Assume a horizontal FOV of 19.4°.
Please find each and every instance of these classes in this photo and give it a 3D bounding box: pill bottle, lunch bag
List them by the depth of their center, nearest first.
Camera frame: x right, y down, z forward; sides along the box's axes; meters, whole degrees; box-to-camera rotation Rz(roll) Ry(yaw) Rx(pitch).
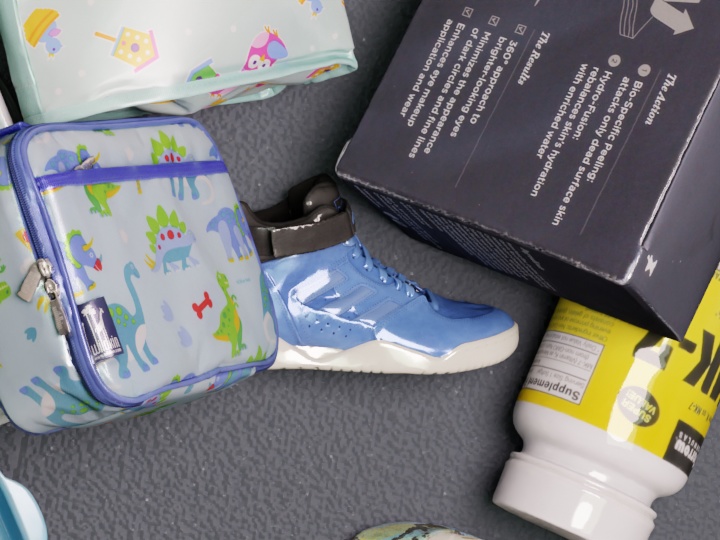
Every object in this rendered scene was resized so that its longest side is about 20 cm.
[{"bbox_3d":[-0.131,-0.003,1.120,0.082,0.200,0.161,-22,83,27],"label":"lunch bag"},{"bbox_3d":[-0.120,-0.170,1.180,0.199,0.122,0.171,-14,94,-32],"label":"lunch bag"},{"bbox_3d":[0.161,0.067,1.275,0.114,0.114,0.201,25,83,-15],"label":"pill bottle"}]

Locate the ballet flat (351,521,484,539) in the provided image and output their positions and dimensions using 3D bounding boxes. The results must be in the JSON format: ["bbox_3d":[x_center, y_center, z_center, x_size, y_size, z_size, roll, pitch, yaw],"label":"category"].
[{"bbox_3d":[0.089,0.193,1.274,0.199,0.074,0.075,19,84,-18],"label":"ballet flat"}]

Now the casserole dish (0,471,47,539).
[{"bbox_3d":[-0.274,0.176,1.185,0.199,0.039,0.122,-24,96,-16],"label":"casserole dish"}]

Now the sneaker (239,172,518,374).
[{"bbox_3d":[0.000,0.000,1.247,0.199,0.077,0.112,2,98,-10],"label":"sneaker"}]

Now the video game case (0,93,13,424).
[{"bbox_3d":[-0.238,-0.007,1.152,0.143,0.018,0.201,-21,96,0],"label":"video game case"}]

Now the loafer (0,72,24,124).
[{"bbox_3d":[-0.204,-0.021,1.191,0.070,0.068,0.201,-17,95,-17],"label":"loafer"}]

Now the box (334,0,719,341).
[{"bbox_3d":[0.126,-0.092,1.215,0.197,0.199,0.117,-63,149,-8],"label":"box"}]
